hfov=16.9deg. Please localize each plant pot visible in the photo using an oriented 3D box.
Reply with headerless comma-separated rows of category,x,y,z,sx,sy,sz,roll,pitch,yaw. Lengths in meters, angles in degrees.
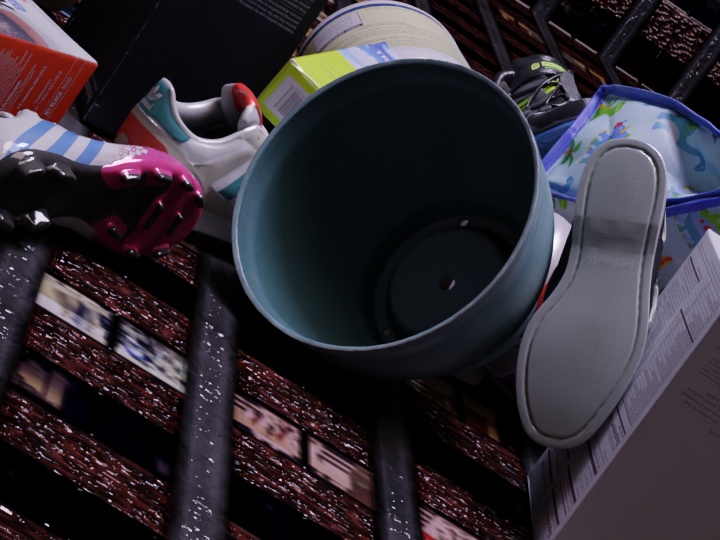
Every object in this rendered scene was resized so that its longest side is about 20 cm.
plant pot,0.037,-0.012,1.522,0.200,0.200,0.134,45,-3,36

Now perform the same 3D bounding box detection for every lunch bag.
lunch bag,0.237,-0.022,1.672,0.200,0.127,0.170,17,-26,52

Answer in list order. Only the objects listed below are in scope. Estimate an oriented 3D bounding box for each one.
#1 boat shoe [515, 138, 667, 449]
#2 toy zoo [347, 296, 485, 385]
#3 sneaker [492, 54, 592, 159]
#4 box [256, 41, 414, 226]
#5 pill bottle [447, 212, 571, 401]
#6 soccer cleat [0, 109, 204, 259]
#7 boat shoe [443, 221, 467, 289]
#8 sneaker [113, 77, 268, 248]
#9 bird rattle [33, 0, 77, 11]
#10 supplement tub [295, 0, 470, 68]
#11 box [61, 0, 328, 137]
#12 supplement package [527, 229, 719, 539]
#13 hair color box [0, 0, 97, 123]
boat shoe,0.147,0.020,1.478,0.076,0.200,0.060,18,-16,15
toy zoo,0.000,0.000,1.701,0.131,0.020,0.200,26,17,-34
sneaker,0.138,-0.125,1.872,0.071,0.083,0.200,3,5,-17
box,0.012,-0.099,1.698,0.122,0.048,0.200,46,19,7
pill bottle,0.156,0.060,1.640,0.200,0.112,0.112,43,11,-16
soccer cleat,-0.168,-0.059,1.401,0.086,0.070,0.200,43,16,28
boat shoe,0.120,0.002,1.758,0.200,0.068,0.072,25,-27,36
sneaker,-0.071,-0.067,1.577,0.200,0.093,0.070,16,22,-36
bird rattle,-0.276,-0.254,1.826,0.163,0.113,0.200,48,2,4
supplement tub,0.026,-0.120,1.901,0.145,0.145,0.200,30,15,-18
box,-0.116,-0.189,1.721,0.104,0.182,0.200,30,15,-21
supplement package,0.219,0.112,1.466,0.152,0.200,0.151,33,14,-8
hair color box,-0.269,-0.154,1.496,0.111,0.064,0.200,44,17,29
